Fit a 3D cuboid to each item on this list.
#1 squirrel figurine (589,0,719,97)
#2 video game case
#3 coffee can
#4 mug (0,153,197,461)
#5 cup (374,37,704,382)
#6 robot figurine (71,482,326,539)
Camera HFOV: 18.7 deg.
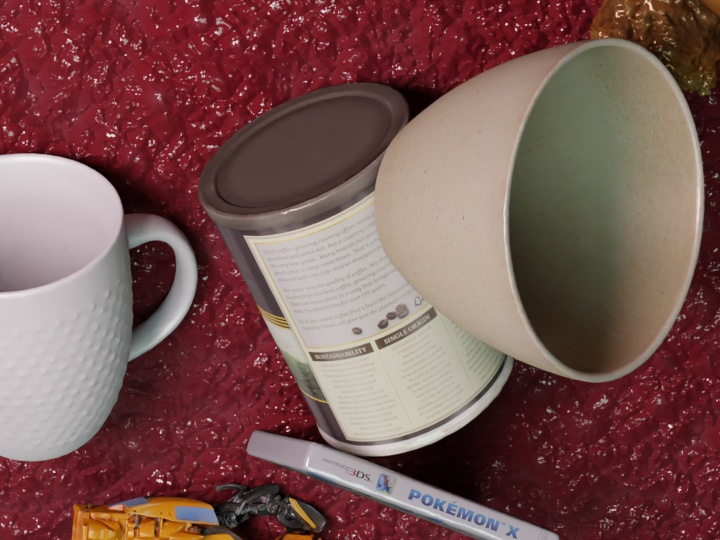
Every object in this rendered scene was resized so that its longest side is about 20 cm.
[{"bbox_3d":[0.243,-0.163,1.357,0.199,0.142,0.187,-2,134,19],"label":"squirrel figurine"},{"bbox_3d":[0.024,0.153,1.519,0.182,0.200,0.022,22,84,-12],"label":"video game case"},{"bbox_3d":[0.000,0.000,1.435,0.146,0.147,0.200,-18,120,12],"label":"coffee can"},{"bbox_3d":[-0.201,0.027,1.471,0.199,0.148,0.176,-21,134,-22],"label":"mug"},{"bbox_3d":[0.094,-0.040,1.319,0.143,0.200,0.201,5,132,42],"label":"cup"},{"bbox_3d":[-0.114,0.227,1.601,0.199,0.058,0.146,4,96,-15],"label":"robot figurine"}]
